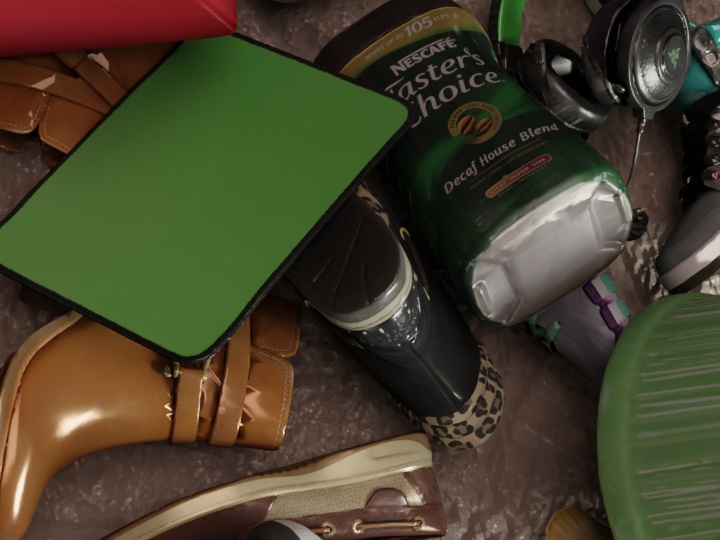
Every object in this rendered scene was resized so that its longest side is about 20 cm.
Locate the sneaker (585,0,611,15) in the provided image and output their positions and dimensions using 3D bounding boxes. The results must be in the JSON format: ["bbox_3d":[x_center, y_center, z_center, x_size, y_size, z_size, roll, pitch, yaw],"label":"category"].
[{"bbox_3d":[0.191,-0.260,1.121,0.073,0.112,0.201,9,72,-12],"label":"sneaker"}]

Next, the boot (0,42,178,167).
[{"bbox_3d":[-0.202,-0.149,1.024,0.199,0.077,0.156,24,75,-12],"label":"boot"}]

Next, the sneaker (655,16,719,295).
[{"bbox_3d":[0.207,-0.089,1.089,0.121,0.084,0.200,41,61,-5],"label":"sneaker"}]

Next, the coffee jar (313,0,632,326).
[{"bbox_3d":[0.055,-0.069,0.992,0.104,0.085,0.200,-33,50,-4],"label":"coffee jar"}]

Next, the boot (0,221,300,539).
[{"bbox_3d":[-0.118,0.074,0.962,0.155,0.077,0.201,21,54,-14],"label":"boot"}]

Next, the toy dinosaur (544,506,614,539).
[{"bbox_3d":[0.131,0.180,0.993,0.101,0.058,0.200,55,38,3],"label":"toy dinosaur"}]

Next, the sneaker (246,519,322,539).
[{"bbox_3d":[0.028,0.182,0.955,0.108,0.067,0.202,-42,111,-23],"label":"sneaker"}]

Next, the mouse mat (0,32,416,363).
[{"bbox_3d":[-0.085,-0.047,0.950,0.160,0.008,0.200,24,60,29],"label":"mouse mat"}]

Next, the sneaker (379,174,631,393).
[{"bbox_3d":[0.090,0.010,1.049,0.087,0.074,0.201,-27,71,-9],"label":"sneaker"}]

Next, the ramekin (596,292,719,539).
[{"bbox_3d":[0.228,0.102,0.986,0.199,0.097,0.201,14,69,-42],"label":"ramekin"}]

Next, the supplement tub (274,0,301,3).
[{"bbox_3d":[0.004,-0.260,1.059,0.199,0.145,0.145,-31,83,-19],"label":"supplement tub"}]

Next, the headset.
[{"bbox_3d":[0.130,-0.114,1.048,0.094,0.123,0.201,3,68,-49],"label":"headset"}]

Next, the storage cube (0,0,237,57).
[{"bbox_3d":[-0.165,-0.208,0.895,0.199,0.180,0.172,-5,84,9],"label":"storage cube"}]

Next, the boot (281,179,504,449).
[{"bbox_3d":[-0.001,0.001,1.011,0.073,0.154,0.204,-36,41,2],"label":"boot"}]

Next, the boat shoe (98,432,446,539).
[{"bbox_3d":[-0.047,0.146,0.970,0.199,0.072,0.072,-14,81,-19],"label":"boat shoe"}]
